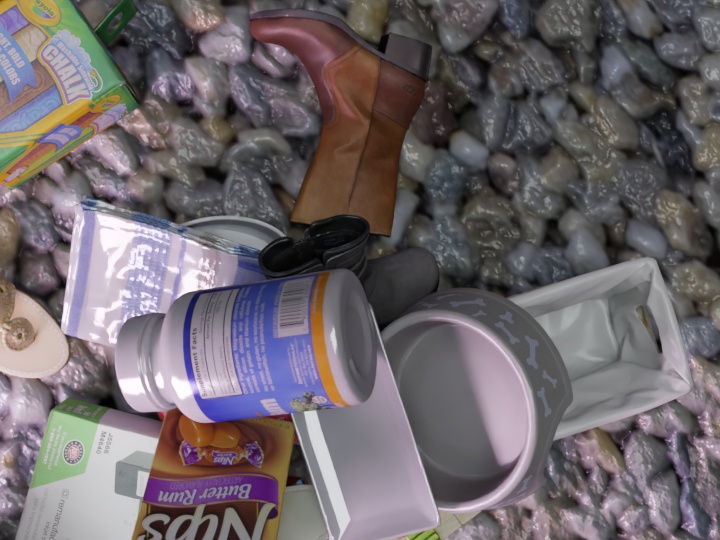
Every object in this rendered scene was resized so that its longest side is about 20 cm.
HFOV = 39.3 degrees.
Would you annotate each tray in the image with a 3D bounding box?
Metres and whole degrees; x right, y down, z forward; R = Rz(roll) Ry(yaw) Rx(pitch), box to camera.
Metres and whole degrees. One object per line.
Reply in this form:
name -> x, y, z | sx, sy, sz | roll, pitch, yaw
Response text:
tray -> -0.004, 0.136, 0.882 | 0.107, 0.022, 0.201 | -20, 85, 23

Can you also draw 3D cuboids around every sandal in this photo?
sandal -> -0.369, 0.028, 0.943 | 0.212, 0.070, 0.078 | 43, 86, -4

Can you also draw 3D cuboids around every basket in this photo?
basket -> 0.191, 0.078, 0.970 | 0.199, 0.123, 0.136 | -17, 90, -6

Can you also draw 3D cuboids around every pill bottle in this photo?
pill bottle -> -0.095, 0.066, 0.833 | 0.199, 0.112, 0.113 | -9, 90, 16

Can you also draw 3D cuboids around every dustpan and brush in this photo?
dustpan and brush -> -0.085, -0.006, 0.975 | 0.199, 0.057, 0.140 | -22, 92, -5

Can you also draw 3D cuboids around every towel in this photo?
towel -> -0.182, 0.023, 0.950 | 0.199, 0.024, 0.148 | 16, 113, 1

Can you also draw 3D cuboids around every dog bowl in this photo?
dog bowl -> 0.082, 0.118, 0.880 | 0.199, 0.059, 0.202 | 4, 97, 32

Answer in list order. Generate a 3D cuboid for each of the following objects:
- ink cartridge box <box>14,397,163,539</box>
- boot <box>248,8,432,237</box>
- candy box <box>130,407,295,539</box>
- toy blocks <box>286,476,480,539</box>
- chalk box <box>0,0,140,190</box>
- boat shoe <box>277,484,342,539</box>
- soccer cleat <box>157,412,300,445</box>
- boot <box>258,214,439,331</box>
ink cartridge box -> -0.205, 0.218, 0.949 | 0.199, 0.084, 0.146 | 15, 88, -6
boot -> -0.038, -0.145, 0.994 | 0.187, 0.068, 0.201 | 14, 95, -13
candy box -> -0.127, 0.208, 0.842 | 0.116, 0.057, 0.201 | 14, 46, -8
toy blocks -> 0.016, 0.218, 0.975 | 0.199, 0.100, 0.137 | -35, 82, -7
chalk box -> -0.285, -0.181, 0.927 | 0.199, 0.124, 0.124 | -34, 92, -4
boat shoe -> -0.101, 0.257, 0.891 | 0.201, 0.061, 0.072 | -24, 51, -28
soccer cleat -> -0.095, 0.135, 0.960 | 0.199, 0.077, 0.067 | 7, 69, -6
boot -> 0.000, 0.000, 0.927 | 0.199, 0.132, 0.070 | -27, 56, -27
